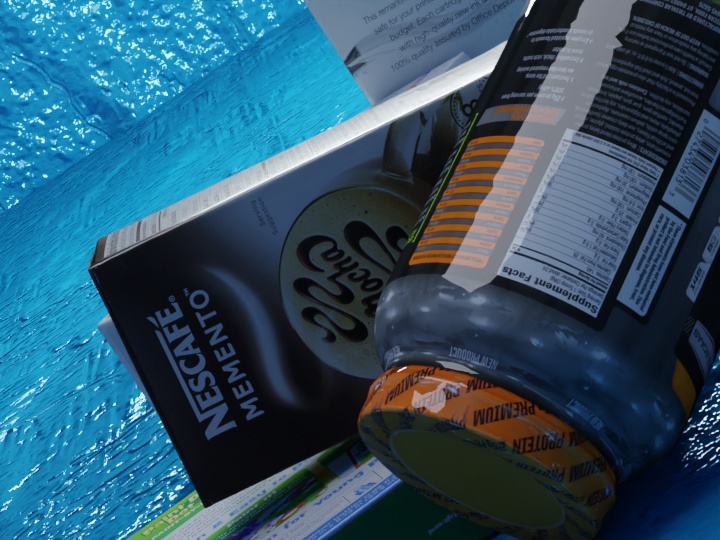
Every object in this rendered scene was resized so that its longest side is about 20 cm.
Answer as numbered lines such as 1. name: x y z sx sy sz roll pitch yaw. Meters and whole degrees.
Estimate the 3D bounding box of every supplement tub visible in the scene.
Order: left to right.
1. supplement tub: 0.083 -0.008 0.972 0.122 0.122 0.201 -14 45 61

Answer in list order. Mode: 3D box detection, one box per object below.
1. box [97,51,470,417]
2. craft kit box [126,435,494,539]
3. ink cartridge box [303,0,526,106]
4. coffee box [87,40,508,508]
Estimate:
1. box: -0.015 -0.008 1.438 0.176 0.097 0.200 -29 11 35
2. craft kit box: -0.034 0.116 1.100 0.200 0.049 0.197 -35 14 -6
3. ink cartridge box: 0.068 -0.147 1.507 0.146 0.200 0.083 -27 12 28
4. coffee box: 0.000 0.000 1.089 0.199 0.113 0.080 -26 9 0
